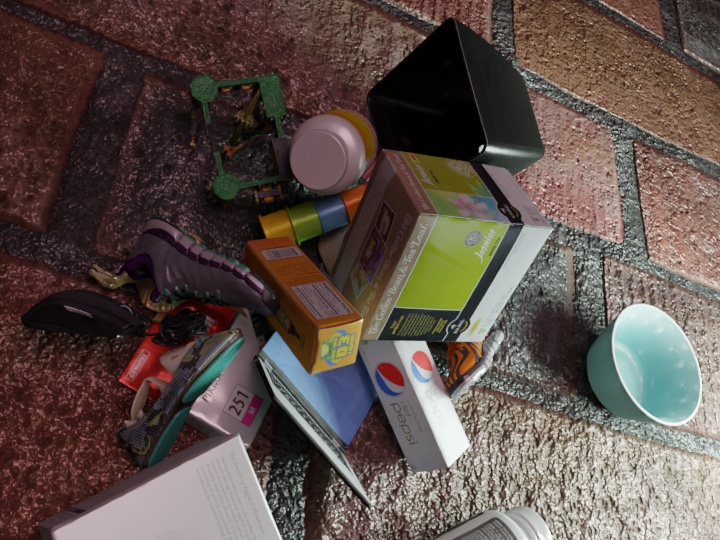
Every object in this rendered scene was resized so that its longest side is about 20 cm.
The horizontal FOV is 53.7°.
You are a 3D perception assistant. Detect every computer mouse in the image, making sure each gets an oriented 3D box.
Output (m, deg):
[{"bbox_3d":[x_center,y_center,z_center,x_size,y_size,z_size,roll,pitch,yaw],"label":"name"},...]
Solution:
[{"bbox_3d":[-0.275,0.048,0.824,0.197,0.140,0.047,6,93,10],"label":"computer mouse"}]

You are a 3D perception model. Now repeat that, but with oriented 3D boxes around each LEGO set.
[{"bbox_3d":[-0.166,-0.181,1.008,0.152,0.116,0.202,-21,92,-15],"label":"LEGO set"}]

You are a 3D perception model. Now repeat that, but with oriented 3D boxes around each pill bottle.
[{"bbox_3d":[0.152,0.377,0.910,0.198,0.111,0.112,-13,75,-33],"label":"pill bottle"},{"bbox_3d":[-0.038,-0.163,0.973,0.104,0.104,0.200,44,17,-5],"label":"pill bottle"}]

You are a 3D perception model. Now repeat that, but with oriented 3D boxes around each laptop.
[{"bbox_3d":[-0.030,0.147,0.883,0.116,0.200,0.188,-40,111,-5],"label":"laptop"}]

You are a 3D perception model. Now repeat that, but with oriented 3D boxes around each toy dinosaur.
[{"bbox_3d":[-0.235,0.005,0.904,0.197,0.058,0.103,13,74,-12],"label":"toy dinosaur"}]

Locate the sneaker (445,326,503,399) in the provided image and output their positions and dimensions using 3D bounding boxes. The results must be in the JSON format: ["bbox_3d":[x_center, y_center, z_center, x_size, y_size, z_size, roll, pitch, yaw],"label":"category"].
[{"bbox_3d":[0.136,0.106,1.037,0.112,0.078,0.200,43,25,4],"label":"sneaker"}]

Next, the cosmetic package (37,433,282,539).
[{"bbox_3d":[-0.191,0.305,0.729,0.198,0.123,0.202,-21,87,-33],"label":"cosmetic package"}]

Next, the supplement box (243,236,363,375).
[{"bbox_3d":[-0.075,0.036,0.854,0.068,0.067,0.200,-7,35,-30],"label":"supplement box"}]

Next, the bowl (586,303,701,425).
[{"bbox_3d":[0.458,0.168,1.186,0.198,0.105,0.204,12,62,-24],"label":"bowl"}]

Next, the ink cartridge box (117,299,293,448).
[{"bbox_3d":[-0.175,0.097,0.896,0.173,0.043,0.201,34,55,-13],"label":"ink cartridge box"}]

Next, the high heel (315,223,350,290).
[{"bbox_3d":[0.000,0.000,1.042,0.143,0.071,0.201,50,42,-24],"label":"high heel"}]

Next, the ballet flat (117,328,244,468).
[{"bbox_3d":[-0.207,0.129,0.789,0.074,0.201,0.074,35,10,-8],"label":"ballet flat"}]

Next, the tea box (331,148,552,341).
[{"bbox_3d":[0.094,-0.024,0.902,0.194,0.201,0.134,4,40,-28],"label":"tea box"}]

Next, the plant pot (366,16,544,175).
[{"bbox_3d":[0.150,-0.206,1.037,0.176,0.199,0.202,3,68,-39],"label":"plant pot"}]

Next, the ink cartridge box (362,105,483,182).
[{"bbox_3d":[0.093,-0.185,1.153,0.199,0.084,0.145,31,56,-12],"label":"ink cartridge box"}]

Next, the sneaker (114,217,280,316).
[{"bbox_3d":[-0.189,0.020,0.828,0.198,0.075,0.088,28,70,19],"label":"sneaker"}]

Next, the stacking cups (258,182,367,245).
[{"bbox_3d":[-0.042,-0.086,0.990,0.198,0.061,0.061,-23,78,-5],"label":"stacking cups"}]

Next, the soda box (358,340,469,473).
[{"bbox_3d":[0.070,0.165,0.962,0.063,0.068,0.202,-26,93,-48],"label":"soda box"}]
